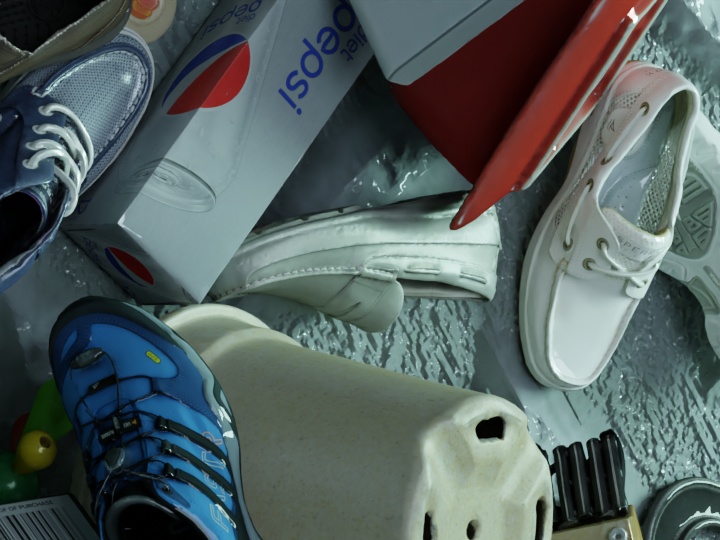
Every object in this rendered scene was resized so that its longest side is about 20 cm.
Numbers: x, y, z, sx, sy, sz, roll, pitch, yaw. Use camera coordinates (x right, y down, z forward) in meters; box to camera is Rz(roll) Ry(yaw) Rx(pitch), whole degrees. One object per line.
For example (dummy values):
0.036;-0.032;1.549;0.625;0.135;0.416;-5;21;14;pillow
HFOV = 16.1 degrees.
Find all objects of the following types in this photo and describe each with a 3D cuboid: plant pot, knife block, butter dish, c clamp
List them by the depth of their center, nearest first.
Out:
-0.013;0.121;1.277;0.200;0.183;0.201;-6;97;-54;plant pot
0.082;-0.155;1.392;0.148;0.200;0.200;35;38;5;butter dish
0.135;0.191;1.429;0.176;0.064;0.201;26;52;-79;knife block
0.225;0.218;1.588;0.199;0.027;0.172;11;79;-34;c clamp

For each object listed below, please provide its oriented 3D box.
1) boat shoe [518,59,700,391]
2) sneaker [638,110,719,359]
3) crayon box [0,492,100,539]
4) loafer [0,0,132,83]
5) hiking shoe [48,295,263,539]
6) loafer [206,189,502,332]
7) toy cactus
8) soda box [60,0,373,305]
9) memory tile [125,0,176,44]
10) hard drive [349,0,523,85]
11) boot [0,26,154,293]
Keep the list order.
0.147;-0.022;1.479;0.071;0.069;0.201;12;96;-26;boat shoe
0.228;-0.023;1.566;0.200;0.078;0.099;61;33;-12;sneaker
-0.226;0.200;1.182;0.199;0.058;0.173;-6;128;-36;crayon box
-0.197;-0.117;1.222;0.200;0.071;0.073;-30;88;-22;loafer
-0.093;0.094;1.177;0.200;0.074;0.087;61;10;18;hiking shoe
0.000;0.000;1.389;0.199;0.070;0.070;-9;87;-37;loafer
-0.219;0.124;1.230;0.200;0.102;0.166;-33;128;-34;toy cactus
-0.069;-0.078;1.341;0.068;0.063;0.200;46;65;-27;soda box
-0.143;-0.227;1.315;0.153;0.017;0.201;17;80;-35;memory tile
0.028;-0.216;1.319;0.027;0.132;0.201;9;51;-56;hard drive
-0.157;-0.048;1.255;0.200;0.090;0.073;-48;119;-24;boot
